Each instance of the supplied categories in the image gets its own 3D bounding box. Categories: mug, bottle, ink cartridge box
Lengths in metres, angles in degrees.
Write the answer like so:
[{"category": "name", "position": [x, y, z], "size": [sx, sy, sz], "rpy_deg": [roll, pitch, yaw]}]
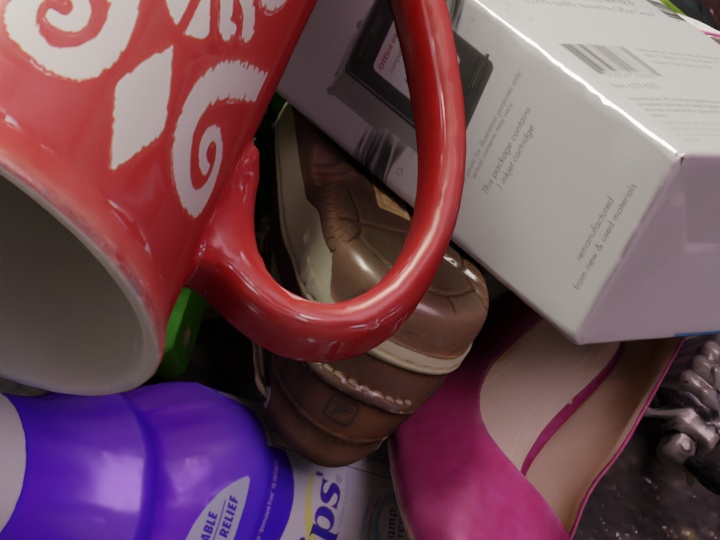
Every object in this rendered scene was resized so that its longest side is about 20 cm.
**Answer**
[{"category": "mug", "position": [-0.056, -0.073, 0.697], "size": [0.177, 0.133, 0.201], "rpy_deg": [42, 60, -29]}, {"category": "bottle", "position": [-0.050, 0.076, 0.756], "size": [0.200, 0.065, 0.084], "rpy_deg": [21, 91, -45]}, {"category": "ink cartridge box", "position": [0.046, -0.062, 0.796], "size": [0.116, 0.067, 0.200], "rpy_deg": [-2, 36, -50]}]

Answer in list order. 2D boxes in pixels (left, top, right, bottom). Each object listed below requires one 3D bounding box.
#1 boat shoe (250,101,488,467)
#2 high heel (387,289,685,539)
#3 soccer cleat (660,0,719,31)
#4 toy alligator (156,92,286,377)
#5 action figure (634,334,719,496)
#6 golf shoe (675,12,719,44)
[{"category": "boat shoe", "position": [-0.006, -0.003, 0.799], "size": [0.074, 0.075, 0.202], "rpy_deg": [27, 20, -6]}, {"category": "high heel", "position": [0.068, 0.041, 0.781], "size": [0.067, 0.096, 0.200], "rpy_deg": [57, 19, -11]}, {"category": "soccer cleat", "position": [0.060, -0.132, 0.966], "size": [0.200, 0.068, 0.081], "rpy_deg": [30, 49, -18]}, {"category": "toy alligator", "position": [-0.069, -0.007, 0.833], "size": [0.054, 0.059, 0.201], "rpy_deg": [11, 61, 22]}, {"category": "action figure", "position": [0.131, 0.033, 0.914], "size": [0.119, 0.102, 0.200], "rpy_deg": [-32, 92, -38]}, {"category": "golf shoe", "position": [0.071, -0.069, 0.911], "size": [0.199, 0.073, 0.092], "rpy_deg": [24, 12, 19]}]
